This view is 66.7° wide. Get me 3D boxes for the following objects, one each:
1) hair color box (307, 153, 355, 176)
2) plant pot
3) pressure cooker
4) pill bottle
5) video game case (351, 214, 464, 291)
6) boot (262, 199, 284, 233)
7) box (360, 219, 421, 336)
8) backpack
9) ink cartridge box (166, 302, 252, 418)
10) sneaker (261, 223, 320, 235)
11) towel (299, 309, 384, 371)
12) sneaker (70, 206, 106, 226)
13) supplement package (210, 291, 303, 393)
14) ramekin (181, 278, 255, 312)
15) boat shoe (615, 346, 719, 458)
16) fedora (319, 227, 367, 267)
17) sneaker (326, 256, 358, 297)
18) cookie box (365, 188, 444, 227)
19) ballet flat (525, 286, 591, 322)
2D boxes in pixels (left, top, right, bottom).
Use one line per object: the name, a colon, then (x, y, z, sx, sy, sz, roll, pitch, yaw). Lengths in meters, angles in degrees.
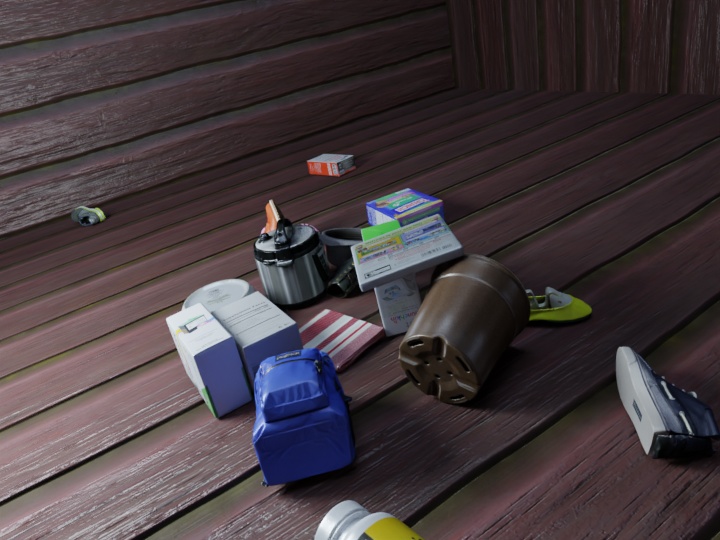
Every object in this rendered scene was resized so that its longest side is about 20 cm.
hair color box: (-0.128, -0.463, 2.396, 0.110, 0.065, 0.198, -31, 30, -36)
plant pot: (0.172, 0.109, 0.964, 0.197, 0.203, 0.199, 7, 39, 35)
pressure cooker: (-0.177, -0.026, 1.369, 0.174, 0.204, 0.178, 12, 34, 43)
pill bottle: (0.037, 0.348, 0.615, 0.110, 0.113, 0.198, -30, 30, -33)
video game case: (0.083, -0.038, 1.054, 0.196, 0.022, 0.183, -21, 25, 3)
boot: (-0.268, -0.111, 1.632, 0.105, 0.204, 0.075, -19, -20, 10)
box: (0.073, 0.012, 1.204, 0.095, 0.179, 0.201, -13, 26, 1)
backpack: (-0.095, 0.212, 0.893, 0.159, 0.171, 0.200, -8, 21, -6)
ink cartridge box: (-0.303, 0.172, 1.087, 0.083, 0.147, 0.199, -24, 28, -25)
sneaker: (-0.218, -0.085, 1.681, 0.196, 0.080, 0.097, -5, 50, 14)
towel: (-0.061, 0.146, 1.177, 0.143, 0.023, 0.198, -34, 31, -33)
sneaker: (-1.234, -0.239, 2.442, 0.196, 0.075, 0.081, 1, 31, 29)
supplement package: (-0.210, 0.147, 1.124, 0.118, 0.123, 0.199, -24, 27, -25)
ramekin: (-0.323, 0.104, 1.283, 0.196, 0.107, 0.201, -11, 26, 5)
boat shoe: (0.447, 0.191, 0.807, 0.091, 0.076, 0.201, -1, 35, 8)
fedora: (-0.014, -0.056, 1.467, 0.195, 0.092, 0.177, -1, 17, -8)
sneaker: (0.000, 0.000, 1.333, 0.199, 0.075, 0.107, -39, 11, 44)
cookie box: (0.135, -0.177, 1.678, 0.169, 0.077, 0.200, -22, 28, -20)
ballet flat: (0.356, 0.068, 1.088, 0.196, 0.068, 0.067, -5, 25, 14)
